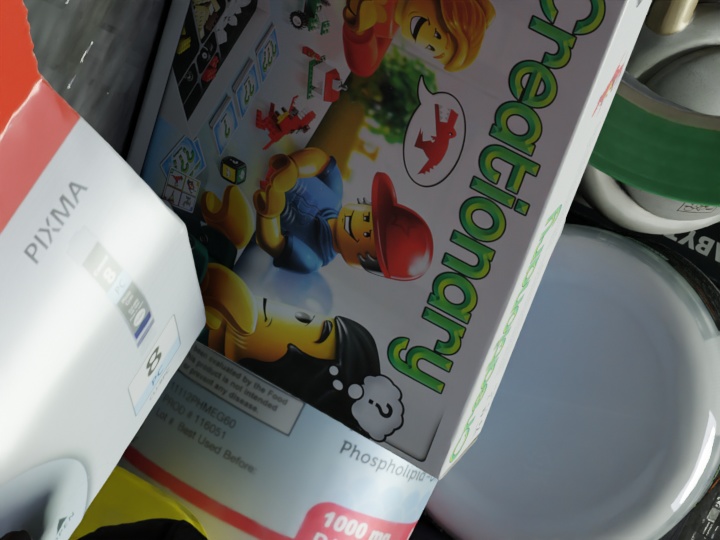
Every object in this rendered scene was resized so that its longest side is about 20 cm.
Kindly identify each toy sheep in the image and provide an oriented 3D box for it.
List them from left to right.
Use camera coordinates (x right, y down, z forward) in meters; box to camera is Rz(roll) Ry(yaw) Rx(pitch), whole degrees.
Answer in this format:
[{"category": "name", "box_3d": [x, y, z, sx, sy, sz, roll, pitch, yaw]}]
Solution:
[{"category": "toy sheep", "box_3d": [0.113, -0.084, 1.118, 0.200, 0.137, 0.139, -113, -142, -53]}]

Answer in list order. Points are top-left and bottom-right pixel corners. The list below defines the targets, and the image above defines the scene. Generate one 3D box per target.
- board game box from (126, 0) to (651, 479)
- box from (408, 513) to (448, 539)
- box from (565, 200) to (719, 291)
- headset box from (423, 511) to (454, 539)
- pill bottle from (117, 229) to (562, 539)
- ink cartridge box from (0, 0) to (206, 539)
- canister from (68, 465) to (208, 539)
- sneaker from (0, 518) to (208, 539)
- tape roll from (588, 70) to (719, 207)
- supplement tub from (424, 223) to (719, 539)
[{"category": "board game box", "box_3d": [0.005, -0.051, 0.830, 0.035, 0.126, 0.201, -43, 157, -53]}, {"category": "box", "box_3d": [-0.044, 0.156, 1.065, 0.036, 0.143, 0.201, 17, 106, -36]}, {"category": "box", "box_3d": [0.112, 0.001, 1.271, 0.046, 0.158, 0.200, -58, 167, -18]}, {"category": "headset box", "box_3d": [0.016, 0.131, 1.292, 0.175, 0.092, 0.200, -64, 167, 12]}, {"category": "pill bottle", "box_3d": [0.000, 0.000, 0.955, 0.201, 0.108, 0.109, -63, 167, 7]}, {"category": "ink cartridge box", "box_3d": [-0.105, 0.033, 0.758, 0.161, 0.047, 0.200, -57, 168, -18]}, {"category": "canister", "box_3d": [-0.111, 0.170, 0.935, 0.149, 0.086, 0.201, -51, 162, -35]}, {"category": "sneaker", "box_3d": [-0.047, 0.131, 0.810, 0.199, 0.077, 0.112, 24, 92, -44]}, {"category": "tape roll", "box_3d": [0.134, -0.122, 1.013, 0.201, 0.200, 0.048, -63, 168, 8]}, {"category": "supplement tub", "box_3d": [0.083, 0.045, 1.091, 0.123, 0.122, 0.200, -63, 170, 6]}]
